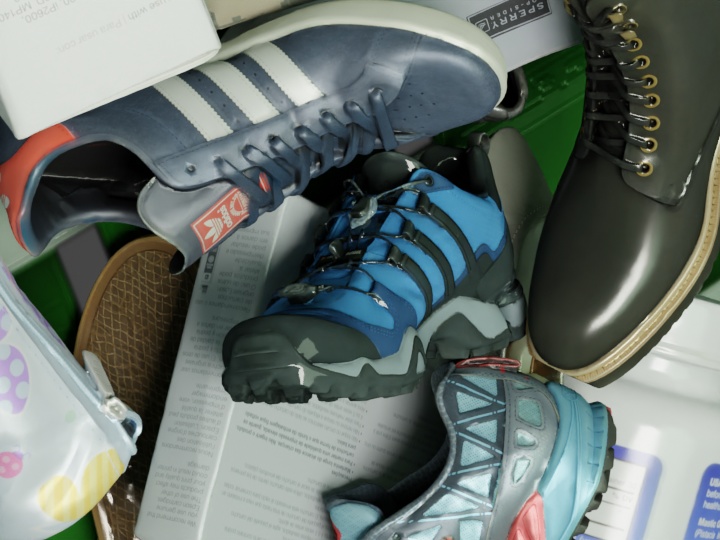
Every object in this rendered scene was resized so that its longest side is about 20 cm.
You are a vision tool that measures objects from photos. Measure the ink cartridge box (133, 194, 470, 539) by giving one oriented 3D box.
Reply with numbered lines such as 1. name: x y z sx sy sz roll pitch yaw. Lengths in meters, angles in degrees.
1. ink cartridge box: -0.015 0.086 1.059 0.199 0.040 0.202 28 72 -55

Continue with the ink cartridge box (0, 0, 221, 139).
1. ink cartridge box: -0.135 -0.166 0.897 0.085 0.148 0.201 -24 115 -10

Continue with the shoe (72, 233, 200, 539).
1. shoe: -0.083 0.083 1.064 0.069 0.053 0.202 0 97 6

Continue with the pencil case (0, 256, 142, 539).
1. pencil case: -0.165 0.014 0.959 0.201 0.090 0.083 57 40 -28

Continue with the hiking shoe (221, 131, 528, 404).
1. hiking shoe: 0.000 0.000 0.979 0.200 0.074 0.088 -21 105 -64

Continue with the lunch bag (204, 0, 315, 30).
1. lunch bag: -0.020 -0.212 0.944 0.163 0.118 0.201 -16 125 4

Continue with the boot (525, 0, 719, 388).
1. boot: 0.096 -0.064 0.981 0.138 0.077 0.201 27 85 -58

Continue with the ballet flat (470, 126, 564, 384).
1. ballet flat: 0.076 0.040 1.095 0.067 0.063 0.202 2 93 -56

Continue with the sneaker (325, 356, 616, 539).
1. sneaker: 0.021 0.127 1.033 0.095 0.079 0.201 28 89 -5

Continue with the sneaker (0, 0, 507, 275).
1. sneaker: -0.042 -0.043 0.952 0.075 0.198 0.085 66 19 -53

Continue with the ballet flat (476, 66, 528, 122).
1. ballet flat: 0.025 -0.153 1.072 0.066 0.057 0.201 -38 120 -22

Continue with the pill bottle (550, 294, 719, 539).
1. pill bottle: 0.114 0.104 1.164 0.111 0.112 0.202 14 93 -36

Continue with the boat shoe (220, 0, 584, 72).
1. boat shoe: 0.032 -0.107 1.035 0.198 0.057 0.069 -18 119 -12
